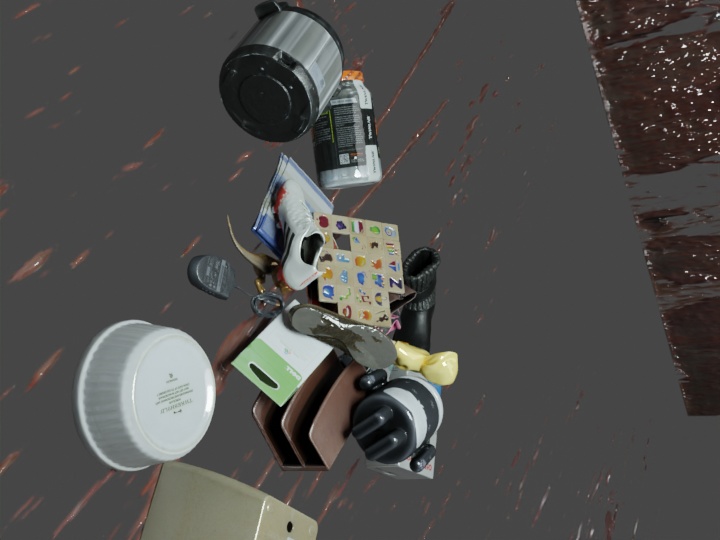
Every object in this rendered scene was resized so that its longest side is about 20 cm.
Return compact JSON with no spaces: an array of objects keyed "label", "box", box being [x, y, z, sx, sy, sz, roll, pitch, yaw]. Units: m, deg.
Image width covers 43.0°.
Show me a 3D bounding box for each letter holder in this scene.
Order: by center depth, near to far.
[{"label":"letter holder","box":[-0.078,0.214,1.537,0.200,0.100,0.143,-55,127,-46]}]

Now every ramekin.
[{"label":"ramekin","box":[-0.281,0.166,1.227,0.202,0.093,0.205,16,71,-56]}]

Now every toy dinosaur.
[{"label":"toy dinosaur","box":[-0.161,-0.008,1.499,0.199,0.060,0.107,23,39,-57]}]

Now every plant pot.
[{"label":"plant pot","box":[-0.177,0.395,1.278,0.200,0.175,0.202,43,50,-45]}]

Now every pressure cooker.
[{"label":"pressure cooker","box":[-0.118,-0.325,1.484,0.177,0.177,0.201,112,2,-47]}]

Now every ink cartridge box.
[{"label":"ink cartridge box","box":[-0.127,0.143,1.464,0.104,0.059,0.200,42,39,1]},{"label":"ink cartridge box","box":[0.086,0.299,1.795,0.146,0.084,0.202,32,58,-51]}]

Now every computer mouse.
[{"label":"computer mouse","box":[-0.195,0.029,1.425,0.199,0.034,0.059,32,60,-42]}]

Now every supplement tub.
[{"label":"supplement tub","box":[-0.030,-0.255,1.669,0.122,0.121,0.203,-11,94,-57]}]

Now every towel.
[{"label":"towel","box":[-0.112,-0.090,1.554,0.147,0.024,0.201,46,38,-29]}]

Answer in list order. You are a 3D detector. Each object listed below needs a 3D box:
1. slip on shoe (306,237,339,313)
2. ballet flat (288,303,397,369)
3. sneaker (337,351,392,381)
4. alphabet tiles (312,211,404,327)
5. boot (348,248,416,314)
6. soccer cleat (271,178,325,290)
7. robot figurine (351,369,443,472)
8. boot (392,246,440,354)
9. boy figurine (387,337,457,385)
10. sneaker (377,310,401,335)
[{"label":"slip on shoe","box":[-0.067,0.010,1.583,0.061,0.073,0.202,92,-5,-64]},{"label":"ballet flat","box":[-0.029,0.104,1.495,0.198,0.046,0.068,23,97,-18]},{"label":"sneaker","box":[0.003,0.201,1.674,0.140,0.077,0.201,42,27,-40]},{"label":"alphabet tiles","box":[0.000,0.000,1.571,0.165,0.008,0.202,8,62,-25]},{"label":"boot","box":[0.036,0.015,1.680,0.199,0.165,0.073,-28,137,-46]},{"label":"soccer cleat","box":[-0.094,-0.064,1.465,0.068,0.085,0.202,29,49,-43]},{"label":"robot figurine","box":[0.062,0.253,1.549,0.200,0.124,0.152,-21,116,-62]},{"label":"boot","box":[0.111,0.072,1.828,0.159,0.078,0.213,92,7,-48]},{"label":"boy figurine","box":[0.076,0.141,1.594,0.065,0.198,0.124,-67,153,-7]},{"label":"sneaker","box":[0.024,0.092,1.726,0.199,0.078,0.097,-11,88,-60]}]
